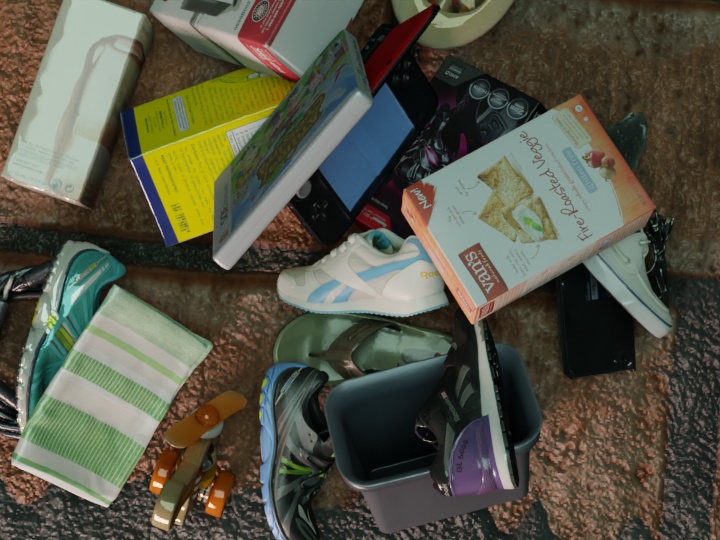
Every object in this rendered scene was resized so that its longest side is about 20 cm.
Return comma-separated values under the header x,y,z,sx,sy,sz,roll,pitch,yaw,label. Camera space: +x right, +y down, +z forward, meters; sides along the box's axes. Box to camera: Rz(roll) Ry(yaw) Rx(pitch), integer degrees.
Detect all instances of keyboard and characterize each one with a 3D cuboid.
x,y,z,sx,sy,sz,roll,pitch,yaw,label
0.259,0.007,1.638,0.126,0.021,0.201,-7,104,-5,keyboard

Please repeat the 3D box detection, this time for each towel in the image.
x,y,z,sx,sy,sz,roll,pitch,yaw,label
-0.247,0.129,1.605,0.023,0.152,0.200,31,87,43,towel

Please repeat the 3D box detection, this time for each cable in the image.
x,y,z,sx,sy,sz,roll,pitch,yaw,label
-0.329,0.095,1.643,0.162,0.051,0.201,-16,88,-3,cable

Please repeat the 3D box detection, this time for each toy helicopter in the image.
x,y,z,sx,sy,sz,roll,pitch,yaw,label
-0.163,0.191,1.563,0.079,0.200,0.133,21,104,2,toy helicopter

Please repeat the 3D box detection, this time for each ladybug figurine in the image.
x,y,z,sx,sy,sz,roll,pitch,yaw,label
0.104,-0.318,1.657,0.135,0.072,0.201,27,88,2,ladybug figurine

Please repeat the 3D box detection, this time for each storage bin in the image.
x,y,z,sx,sy,sz,roll,pitch,yaw,label
0.075,0.169,1.595,0.199,0.135,0.146,-14,50,-1,storage bin

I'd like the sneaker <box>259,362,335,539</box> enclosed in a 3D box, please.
x,y,z,sx,sy,sz,roll,pitch,yaw,label
-0.056,0.192,1.615,0.082,0.071,0.201,-1,95,9,sneaker

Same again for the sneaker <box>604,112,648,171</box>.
x,y,z,sx,sy,sz,roll,pitch,yaw,label
0.202,-0.095,1.651,0.199,0.060,0.105,-11,92,-7,sneaker

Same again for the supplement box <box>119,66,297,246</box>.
x,y,z,sx,sy,sz,roll,pitch,yaw,label
-0.125,-0.124,1.608,0.199,0.110,0.109,-19,123,-1,supplement box

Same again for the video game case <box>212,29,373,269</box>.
x,y,z,sx,sy,sz,roll,pitch,yaw,label
-0.066,-0.113,1.456,0.022,0.182,0.200,36,107,-19,video game case

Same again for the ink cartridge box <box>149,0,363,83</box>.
x,y,z,sx,sy,sz,roll,pitch,yaw,label
-0.096,-0.279,1.590,0.200,0.083,0.147,22,81,45,ink cartridge box

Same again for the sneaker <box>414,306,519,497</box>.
x,y,z,sx,sy,sz,roll,pitch,yaw,label
0.089,0.117,1.503,0.087,0.076,0.201,-13,50,9,sneaker

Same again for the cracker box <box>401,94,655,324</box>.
x,y,z,sx,sy,sz,roll,pitch,yaw,label
0.155,-0.058,1.512,0.199,0.058,0.134,-29,74,-10,cracker box

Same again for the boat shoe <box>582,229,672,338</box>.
x,y,z,sx,sy,sz,roll,pitch,yaw,label
0.252,-0.022,1.588,0.070,0.071,0.200,-41,98,6,boat shoe

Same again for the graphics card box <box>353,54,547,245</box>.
x,y,z,sx,sy,sz,roll,pitch,yaw,label
0.089,-0.105,1.632,0.125,0.051,0.200,33,86,32,graphics card box

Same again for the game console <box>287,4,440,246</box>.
x,y,z,sx,sy,sz,roll,pitch,yaw,label
0.017,-0.131,1.518,0.118,0.173,0.200,22,68,44,game console

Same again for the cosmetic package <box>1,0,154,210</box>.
x,y,z,sx,sy,sz,roll,pitch,yaw,label
-0.283,-0.171,1.635,0.087,0.103,0.201,18,88,0,cosmetic package

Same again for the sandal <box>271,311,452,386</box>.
x,y,z,sx,sy,sz,roll,pitch,yaw,label
0.010,0.080,1.641,0.200,0.057,0.080,3,86,0,sandal

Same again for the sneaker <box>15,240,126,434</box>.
x,y,z,sx,sy,sz,roll,pitch,yaw,label
-0.290,0.071,1.590,0.079,0.078,0.201,19,89,-8,sneaker

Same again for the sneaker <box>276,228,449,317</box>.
x,y,z,sx,sy,sz,roll,pitch,yaw,label
0.000,0.000,1.602,0.199,0.076,0.081,-1,100,37,sneaker
